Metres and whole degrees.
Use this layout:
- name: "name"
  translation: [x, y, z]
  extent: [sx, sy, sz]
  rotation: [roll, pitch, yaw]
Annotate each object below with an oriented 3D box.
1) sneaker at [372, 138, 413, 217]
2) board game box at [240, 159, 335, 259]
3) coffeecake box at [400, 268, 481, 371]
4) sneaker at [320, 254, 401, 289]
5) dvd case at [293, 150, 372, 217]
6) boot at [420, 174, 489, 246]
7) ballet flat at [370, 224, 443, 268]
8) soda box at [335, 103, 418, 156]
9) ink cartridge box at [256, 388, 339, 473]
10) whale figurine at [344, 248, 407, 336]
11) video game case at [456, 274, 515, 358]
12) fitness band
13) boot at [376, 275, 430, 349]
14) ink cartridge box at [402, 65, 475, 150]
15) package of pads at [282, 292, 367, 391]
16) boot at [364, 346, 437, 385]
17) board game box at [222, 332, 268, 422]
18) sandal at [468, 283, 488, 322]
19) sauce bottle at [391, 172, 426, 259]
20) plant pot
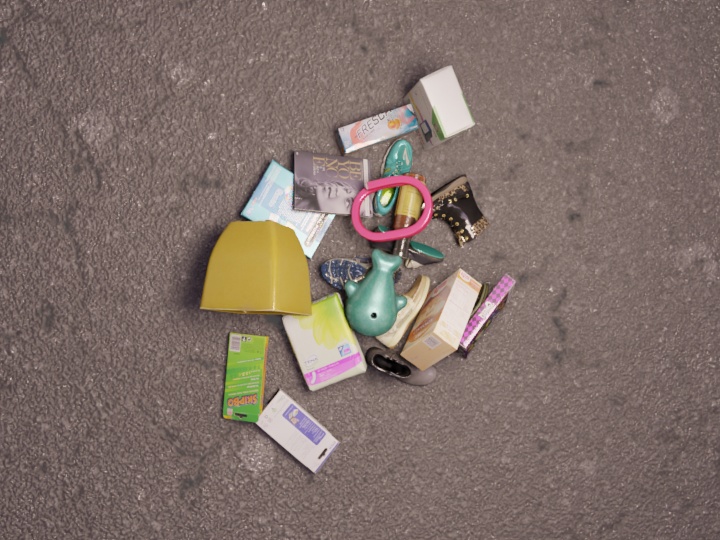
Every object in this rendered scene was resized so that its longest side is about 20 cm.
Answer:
- name: "sneaker"
  translation: [0.084, -0.227, 1.660]
  extent: [0.076, 0.080, 0.204]
  rotation: [20, 86, -10]
- name: "board game box"
  translation: [-0.168, -0.146, 1.631]
  extent: [0.198, 0.047, 0.153]
  rotation: [32, 84, -9]
- name: "coffeecake box"
  translation: [0.193, 0.117, 1.606]
  extent: [0.072, 0.153, 0.202]
  rotation: [35, 53, -8]
- name: "sneaker"
  translation: [0.000, 0.000, 1.650]
  extent: [0.195, 0.085, 0.079]
  rotation: [4, 108, -4]
- name: "dvd case"
  translation: [-0.066, -0.208, 1.628]
  extent: [0.196, 0.016, 0.152]
  rotation: [4, 73, -20]
- name: "boot"
  translation: [0.220, -0.128, 1.693]
  extent: [0.198, 0.073, 0.152]
  rotation: [-35, 97, -14]
- name: "ballet flat"
  translation: [0.111, -0.048, 1.679]
  extent: [0.197, 0.073, 0.074]
  rotation: [22, 87, -16]
- name: "soda box"
  translation: [0.039, -0.343, 1.654]
  extent: [0.196, 0.068, 0.065]
  rotation: [-21, 94, -8]
- name: "ink cartridge box"
  translation: [-0.155, 0.391, 1.644]
  extent: [0.200, 0.039, 0.100]
  rotation: [43, 83, -7]
- name: "whale figurine"
  translation: [0.038, 0.057, 1.570]
  extent: [0.156, 0.104, 0.204]
  rotation: [17, 101, -6]
- name: "video game case"
  translation: [0.305, 0.117, 1.657]
  extent: [0.036, 0.182, 0.201]
  rotation: [36, 83, 16]
- name: "fitness band"
  translation: [0.072, -0.144, 1.577]
  extent: [0.196, 0.037, 0.147]
  rotation: [-10, 79, 15]
- name: "boot"
  translation: [0.069, 0.070, 1.666]
  extent: [0.153, 0.072, 0.202]
  rotation: [33, 88, -7]
- name: "ink cartridge box"
  translation: [0.183, -0.384, 1.617]
  extent: [0.086, 0.200, 0.148]
  rotation: [-25, 96, -6]
- name: "package of pads"
  translation: [-0.089, 0.173, 1.623]
  extent: [0.152, 0.068, 0.204]
  rotation: [-21, 93, 7]
- name: "boot"
  translation: [0.107, 0.244, 1.643]
  extent: [0.196, 0.132, 0.071]
  rotation: [14, 87, -10]
- name: "board game box"
  translation: [-0.275, 0.255, 1.611]
  extent: [0.093, 0.030, 0.205]
  rotation: [5, 87, 12]
- name: "sandal"
  translation: [0.258, 0.109, 1.701]
  extent: [0.057, 0.080, 0.202]
  rotation: [39, 84, 6]
- name: "sauce bottle"
  translation: [0.111, -0.130, 1.617]
  extent: [0.065, 0.066, 0.205]
  rotation: [13, 86, -10]
- name: "plant pot"
  translation: [-0.226, -0.005, 1.525]
  extent: [0.191, 0.194, 0.205]
  rotation: [1, 84, 21]
